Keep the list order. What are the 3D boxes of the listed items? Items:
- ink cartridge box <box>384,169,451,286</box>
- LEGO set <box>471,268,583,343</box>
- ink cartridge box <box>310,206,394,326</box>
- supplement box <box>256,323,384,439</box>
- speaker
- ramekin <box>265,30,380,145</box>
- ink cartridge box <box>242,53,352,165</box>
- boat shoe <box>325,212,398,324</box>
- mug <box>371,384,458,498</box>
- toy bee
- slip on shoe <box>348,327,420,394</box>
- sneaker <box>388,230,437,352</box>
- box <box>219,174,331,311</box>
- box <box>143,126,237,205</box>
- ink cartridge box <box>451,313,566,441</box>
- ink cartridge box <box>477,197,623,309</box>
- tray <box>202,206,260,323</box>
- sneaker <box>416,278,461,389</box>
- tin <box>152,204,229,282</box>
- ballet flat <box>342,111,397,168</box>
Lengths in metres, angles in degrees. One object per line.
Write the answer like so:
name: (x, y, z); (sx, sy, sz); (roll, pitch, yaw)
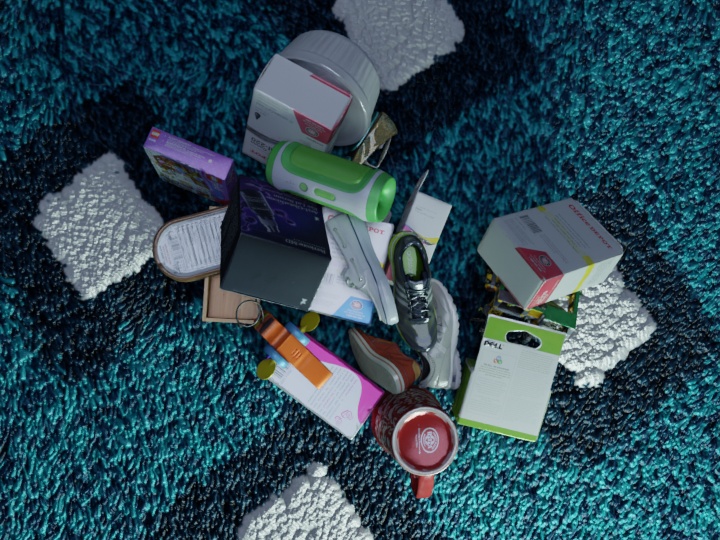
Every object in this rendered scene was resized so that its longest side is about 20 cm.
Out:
ink cartridge box: (0.100, -0.066, 1.338); (0.067, 0.116, 0.201); (22, 87, -4)
LEGO set: (0.300, 0.059, 1.372); (0.199, 0.116, 0.155); (12, 57, -8)
ink cartridge box: (-0.025, -0.018, 1.323); (0.128, 0.125, 0.201); (15, 86, -4)
supplement box: (-0.069, 0.189, 1.323); (0.200, 0.103, 0.101); (37, 84, -1)
speaker: (-0.048, -0.142, 1.207); (0.199, 0.088, 0.089); (21, 86, 19)
ramekin: (-0.058, -0.316, 1.302); (0.201, 0.202, 0.095); (29, 65, -3)
ink cartridge box: (-0.112, -0.244, 1.282); (0.145, 0.200, 0.085); (28, 66, -2)
boat shoe: (0.000, 0.000, 1.231); (0.066, 0.074, 0.201); (-20, 77, -3)
mug: (0.106, 0.286, 1.283); (0.133, 0.200, 0.178); (-35, 90, -6)
toy bee: (-0.126, 0.101, 1.234); (0.130, 0.109, 0.201); (-27, 114, -14)
slip on shoe: (0.036, 0.147, 1.297); (0.061, 0.200, 0.075); (-22, 114, -21)
sneaker: (0.085, 0.036, 1.236); (0.073, 0.081, 0.201); (-12, 93, -3)
box: (-0.138, -0.046, 1.204); (0.147, 0.200, 0.105); (15, 118, -20)
box: (-0.276, -0.167, 1.272); (0.136, 0.200, 0.039); (22, 80, -3)
ink cartridge box: (0.260, 0.181, 1.342); (0.147, 0.076, 0.201); (14, 98, -4)
ink cartridge box: (0.326, -0.032, 1.307); (0.199, 0.084, 0.145); (-15, 55, -30)
tray: (-0.223, -0.009, 1.353); (0.098, 0.037, 0.202); (3, 87, -4)
sneaker: (0.128, 0.115, 1.349); (0.081, 0.075, 0.202); (-7, 89, -14)
tin: (-0.259, -0.047, 1.316); (0.199, 0.042, 0.113); (-16, 93, -5)
ballet flat: (-0.004, -0.192, 1.365); (0.071, 0.071, 0.200); (38, 85, -2)
